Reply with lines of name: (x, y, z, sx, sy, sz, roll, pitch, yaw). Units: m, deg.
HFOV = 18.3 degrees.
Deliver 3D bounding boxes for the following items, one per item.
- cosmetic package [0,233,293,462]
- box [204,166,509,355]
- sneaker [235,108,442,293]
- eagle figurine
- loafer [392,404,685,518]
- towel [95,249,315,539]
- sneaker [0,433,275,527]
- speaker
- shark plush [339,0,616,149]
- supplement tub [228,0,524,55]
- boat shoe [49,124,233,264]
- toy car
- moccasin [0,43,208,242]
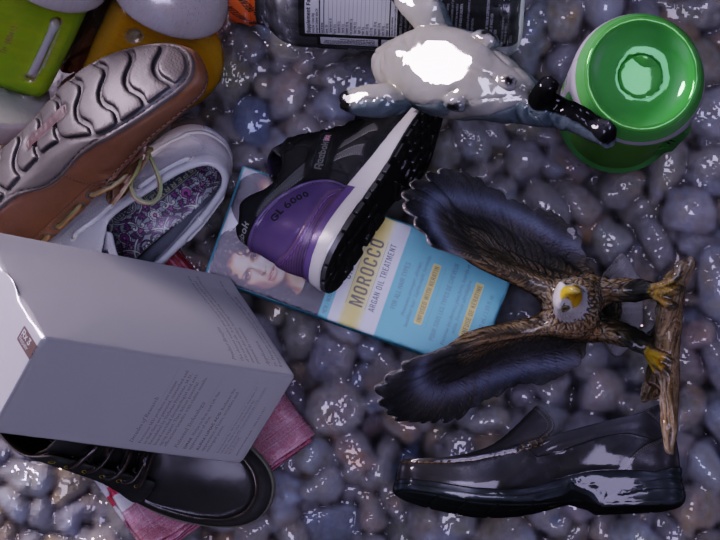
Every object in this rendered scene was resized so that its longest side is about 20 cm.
cosmetic package: (-0.156, 0.051, 1.429, 0.081, 0.199, 0.113, -59, 42, 24)
box: (0.000, 0.000, 1.538, 0.199, 0.049, 0.083, 19, 87, 2)
sneaker: (-0.013, -0.077, 1.497, 0.087, 0.076, 0.200, 25, 48, 15)
eagle figurine: (0.116, 0.023, 1.469, 0.199, 0.151, 0.152, 6, 48, 3)
loafer: (0.120, 0.129, 1.521, 0.199, 0.073, 0.073, 0, 77, -8)
towel: (-0.146, 0.078, 1.550, 0.144, 0.023, 0.200, -37, 86, -2)
sneaker: (-0.156, 0.122, 1.478, 0.199, 0.106, 0.075, 22, 95, 6)
speaker: (0.175, -0.113, 1.465, 0.088, 0.200, 0.089, 0, 86, 1)
shark plush: (0.083, -0.123, 1.419, 0.199, 0.083, 0.091, 7, 74, 37)
supplement tub: (0.013, -0.210, 1.515, 0.199, 0.123, 0.123, 4, 86, 2)
boat shoe: (-0.163, -0.015, 1.499, 0.200, 0.069, 0.072, -35, 112, 6)
toy car: (-0.192, -0.176, 1.504, 0.199, 0.175, 0.150, 10, 43, -26)
moccasin: (-0.172, -0.074, 1.449, 0.201, 0.078, 0.074, -41, 46, 21)
